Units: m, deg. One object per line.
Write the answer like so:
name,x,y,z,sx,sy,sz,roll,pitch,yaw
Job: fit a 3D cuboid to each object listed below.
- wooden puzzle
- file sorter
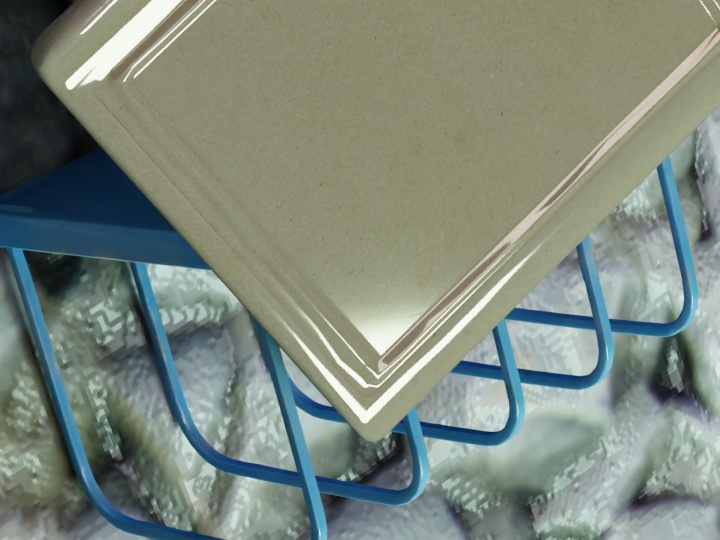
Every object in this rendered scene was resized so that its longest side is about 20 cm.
wooden puzzle,0.018,-0.068,0.881,0.185,0.037,0.200,-44,131,-5
file sorter,0.000,0.000,1.020,0.200,0.139,0.123,-29,114,-36
